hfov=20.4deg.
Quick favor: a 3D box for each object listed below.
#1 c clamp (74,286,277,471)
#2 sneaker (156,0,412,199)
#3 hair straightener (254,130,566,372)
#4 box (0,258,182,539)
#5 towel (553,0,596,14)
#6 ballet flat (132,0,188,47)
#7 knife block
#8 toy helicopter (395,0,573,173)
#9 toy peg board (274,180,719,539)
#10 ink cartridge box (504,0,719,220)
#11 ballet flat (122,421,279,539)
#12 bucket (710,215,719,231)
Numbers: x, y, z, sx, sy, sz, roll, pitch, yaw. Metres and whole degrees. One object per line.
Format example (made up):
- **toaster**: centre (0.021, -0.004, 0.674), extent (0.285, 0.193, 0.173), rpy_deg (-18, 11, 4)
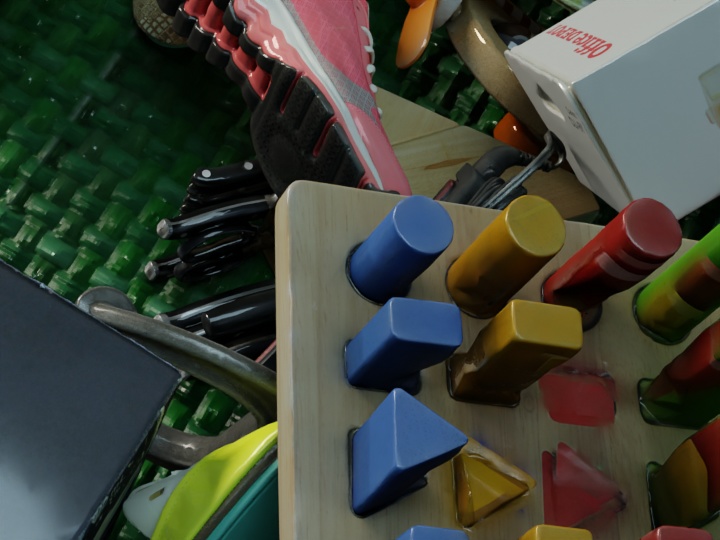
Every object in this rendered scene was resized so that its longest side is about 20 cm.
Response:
- **c clamp**: centre (-0.106, 0.051, 0.875), extent (0.171, 0.200, 0.027), rpy_deg (32, 65, -15)
- **sneaker**: centre (-0.019, -0.103, 0.968), extent (0.087, 0.074, 0.200), rpy_deg (-23, 73, -32)
- **hair straightener**: centre (0.036, 0.000, 0.893), extent (0.200, 0.077, 0.041), rpy_deg (-41, 110, -29)
- **box**: centre (-0.185, 0.123, 0.809), extent (0.124, 0.197, 0.200), rpy_deg (30, 61, 1)
- **towel**: centre (0.110, -0.189, 1.070), extent (0.171, 0.048, 0.200), rpy_deg (32, 23, -10)
- **ballet flat**: centre (-0.046, -0.197, 1.083), extent (0.070, 0.065, 0.200), rpy_deg (40, 61, 8)
- **knife block**: centre (0.000, 0.000, 0.998), extent (0.200, 0.064, 0.176), rpy_deg (24, 61, -3)
- **toy helicopter**: centre (0.057, -0.142, 1.063), extent (0.132, 0.079, 0.200), rpy_deg (18, 33, -42)
- **toy peg board**: centre (0.078, 0.053, 0.746), extent (0.199, 0.098, 0.200), rpy_deg (8, 61, -20)
- **ink cartridge box**: centre (0.182, -0.109, 0.919), extent (0.200, 0.145, 0.084), rpy_deg (-30, 103, 0)
- **ballet flat**: centre (-0.078, 0.128, 0.819), extent (0.067, 0.200, 0.067), rpy_deg (38, 21, 31)
- **bucket**: centre (0.252, 0.038, 1.005), extent (0.207, 0.135, 0.208), rpy_deg (6, 63, -13)
